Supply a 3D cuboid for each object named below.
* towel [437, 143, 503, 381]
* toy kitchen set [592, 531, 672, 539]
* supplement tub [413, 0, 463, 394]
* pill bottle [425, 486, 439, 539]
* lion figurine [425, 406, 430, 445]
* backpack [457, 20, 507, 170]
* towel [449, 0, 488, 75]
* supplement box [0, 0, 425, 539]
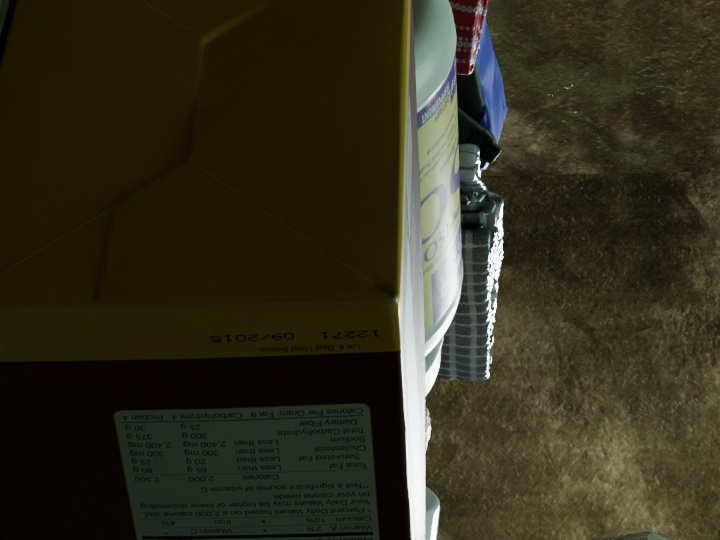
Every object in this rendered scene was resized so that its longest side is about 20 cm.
[{"bbox_3d":[0.000,0.000,1.294,0.200,0.165,0.086,82,14,-64],"label":"towel"},{"bbox_3d":[0.026,0.118,1.015,0.200,0.180,0.163,27,56,-50],"label":"toy kitchen set"},{"bbox_3d":[-0.028,-0.033,0.960,0.146,0.145,0.200,-87,175,-47],"label":"supplement tub"},{"bbox_3d":[-0.015,0.215,1.200,0.113,0.113,0.200,-74,171,-78],"label":"pill bottle"},{"bbox_3d":[-0.028,0.035,1.149,0.073,0.122,0.200,-87,174,-45],"label":"lion figurine"},{"bbox_3d":[-0.004,-0.170,1.343,0.168,0.162,0.200,-81,161,-62],"label":"backpack"},{"bbox_3d":[0.008,-0.200,1.204,0.023,0.144,0.200,-86,-176,-55],"label":"towel"},{"bbox_3d":[-0.046,0.020,0.754,0.197,0.133,0.200,-88,175,-49],"label":"supplement box"}]
